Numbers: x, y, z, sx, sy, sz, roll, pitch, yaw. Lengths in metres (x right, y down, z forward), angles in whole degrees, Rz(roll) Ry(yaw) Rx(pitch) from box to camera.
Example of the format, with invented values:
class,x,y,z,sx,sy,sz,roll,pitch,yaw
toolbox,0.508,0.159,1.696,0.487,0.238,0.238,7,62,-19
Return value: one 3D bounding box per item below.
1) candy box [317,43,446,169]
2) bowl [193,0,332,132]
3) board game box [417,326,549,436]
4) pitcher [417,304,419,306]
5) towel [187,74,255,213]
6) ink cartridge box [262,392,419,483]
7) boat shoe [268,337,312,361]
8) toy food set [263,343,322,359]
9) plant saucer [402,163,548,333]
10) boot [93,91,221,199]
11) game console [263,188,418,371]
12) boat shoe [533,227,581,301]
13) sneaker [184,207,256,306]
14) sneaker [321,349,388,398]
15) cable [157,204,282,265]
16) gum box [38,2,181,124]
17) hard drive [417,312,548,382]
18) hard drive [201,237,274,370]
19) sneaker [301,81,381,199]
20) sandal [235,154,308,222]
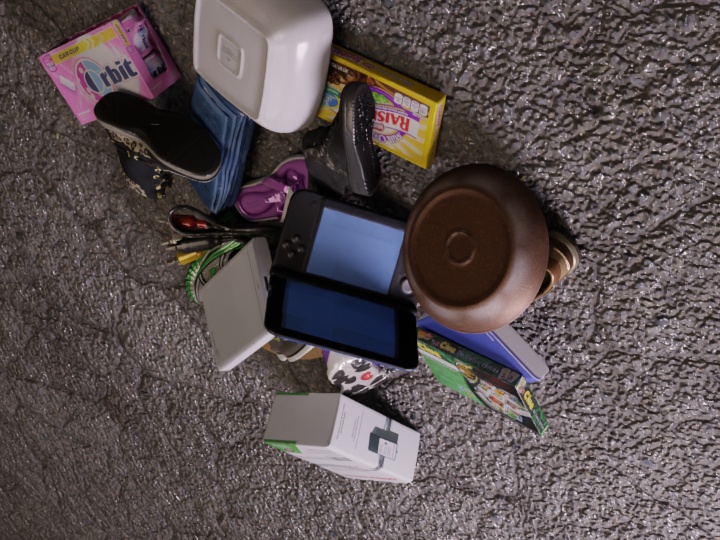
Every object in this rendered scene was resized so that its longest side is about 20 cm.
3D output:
class,x,y,z,sx,sy,sz,roll,pitch,yaw
candy box,0.007,-0.206,1.243,0.199,0.026,0.103,28,142,19
bowl,-0.132,-0.273,1.240,0.200,0.074,0.201,40,143,20
board game box,0.154,0.143,1.349,0.199,0.023,0.105,24,156,48
pitcher,0.000,0.000,1.376,0.171,0.122,0.200,-37,109,30
towel,-0.200,-0.180,1.407,0.112,0.048,0.201,49,145,22
ink cartridge box,-0.025,0.256,1.565,0.145,0.084,0.199,-5,153,42
boat shoe,-0.093,0.083,1.418,0.060,0.072,0.202,51,162,-5
toy food set,-0.110,0.059,1.534,0.195,0.049,0.201,9,139,14
plant saucer,0.125,-0.027,1.209,0.198,0.036,0.203,-2,87,35
boot,-0.269,-0.152,1.423,0.202,0.074,0.154,29,154,17
game console,-0.007,0.009,1.264,0.198,0.173,0.118,16,-175,-12
boat shoe,0.181,0.015,1.252,0.076,0.074,0.200,46,140,-4
sneaker,-0.212,-0.005,1.564,0.085,0.078,0.201,34,139,10
sneaker,-0.013,0.130,1.499,0.200,0.080,0.084,69,176,-66
cable,-0.199,-0.059,1.476,0.197,0.050,0.098,-7,114,4
gum box,-0.351,-0.288,1.440,0.199,0.066,0.114,-8,121,43
hard drive,0.152,0.097,1.329,0.132,0.025,0.200,46,163,-3
hard drive,-0.170,0.052,1.458,0.200,0.026,0.133,-37,63,54
sneaker,-0.033,-0.154,1.260,0.103,0.060,0.201,18,144,23
sandal,-0.114,-0.099,1.419,0.202,0.050,0.083,-19,111,49
